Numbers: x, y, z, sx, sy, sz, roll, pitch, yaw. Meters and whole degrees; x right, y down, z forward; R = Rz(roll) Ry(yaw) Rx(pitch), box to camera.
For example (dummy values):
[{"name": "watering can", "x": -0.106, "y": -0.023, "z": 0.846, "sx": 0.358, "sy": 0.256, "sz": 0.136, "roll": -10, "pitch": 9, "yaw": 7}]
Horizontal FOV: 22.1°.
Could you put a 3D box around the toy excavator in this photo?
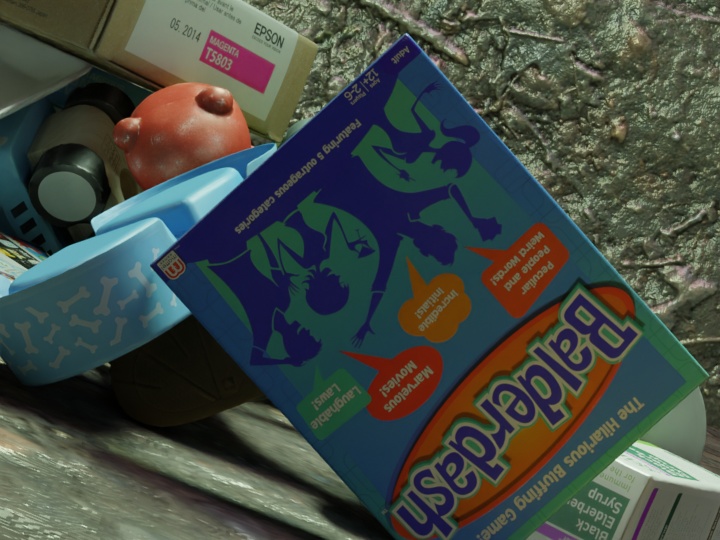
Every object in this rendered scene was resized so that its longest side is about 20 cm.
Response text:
[{"name": "toy excavator", "x": -0.240, "y": -0.056, "z": 1.158, "sx": 0.100, "sy": 0.199, "sz": 0.195, "roll": -80, "pitch": 151, "yaw": -53}]

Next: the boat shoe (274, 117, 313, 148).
[{"name": "boat shoe", "x": -0.055, "y": -0.021, "z": 1.267, "sx": 0.073, "sy": 0.200, "sz": 0.062, "roll": 10, "pitch": 46, "yaw": -16}]

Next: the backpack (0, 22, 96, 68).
[{"name": "backpack", "x": -0.271, "y": -0.109, "z": 1.441, "sx": 0.200, "sy": 0.147, "sz": 0.183, "roll": 27, "pitch": 3, "yaw": -6}]

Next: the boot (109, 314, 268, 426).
[{"name": "boot", "x": -0.040, "y": 0.025, "z": 0.983, "sx": 0.199, "sy": 0.073, "sz": 0.155, "roll": -17, "pitch": 8, "yaw": -10}]

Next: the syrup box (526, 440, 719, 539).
[{"name": "syrup box", "x": 0.141, "y": 0.135, "z": 0.995, "sx": 0.079, "sy": 0.082, "sz": 0.200, "roll": 24, "pitch": 1, "yaw": 29}]

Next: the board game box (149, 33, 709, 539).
[{"name": "board game box", "x": 0.030, "y": 0.021, "z": 0.815, "sx": 0.200, "sy": 0.152, "sz": 0.045, "roll": 47, "pitch": 3, "yaw": -3}]

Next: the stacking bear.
[{"name": "stacking bear", "x": -0.080, "y": -0.032, "z": 1.130, "sx": 0.114, "sy": 0.121, "sz": 0.200, "roll": -94, "pitch": 164, "yaw": -46}]

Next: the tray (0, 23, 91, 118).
[{"name": "tray", "x": -0.262, "y": -0.098, "z": 1.089, "sx": 0.107, "sy": 0.022, "sz": 0.200, "roll": 26, "pitch": 37, "yaw": 23}]

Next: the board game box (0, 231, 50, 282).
[{"name": "board game box", "x": -0.221, "y": -0.002, "z": 1.011, "sx": 0.126, "sy": 0.035, "sz": 0.200, "roll": 22, "pitch": 3, "yaw": -21}]

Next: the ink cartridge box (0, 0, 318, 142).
[{"name": "ink cartridge box", "x": -0.149, "y": -0.162, "z": 1.175, "sx": 0.164, "sy": 0.075, "sz": 0.200, "roll": 24, "pitch": 0, "yaw": 34}]

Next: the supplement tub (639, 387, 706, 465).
[{"name": "supplement tub", "x": 0.122, "y": 0.081, "z": 1.186, "sx": 0.145, "sy": 0.146, "sz": 0.200, "roll": 23, "pitch": 2, "yaw": -19}]

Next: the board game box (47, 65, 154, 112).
[{"name": "board game box", "x": -0.215, "y": -0.074, "z": 1.273, "sx": 0.153, "sy": 0.040, "sz": 0.200, "roll": 24, "pitch": -33, "yaw": -9}]

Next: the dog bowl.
[{"name": "dog bowl", "x": -0.107, "y": -0.003, "z": 0.905, "sx": 0.111, "sy": 0.050, "sz": 0.200, "roll": -16, "pitch": 12, "yaw": 35}]
